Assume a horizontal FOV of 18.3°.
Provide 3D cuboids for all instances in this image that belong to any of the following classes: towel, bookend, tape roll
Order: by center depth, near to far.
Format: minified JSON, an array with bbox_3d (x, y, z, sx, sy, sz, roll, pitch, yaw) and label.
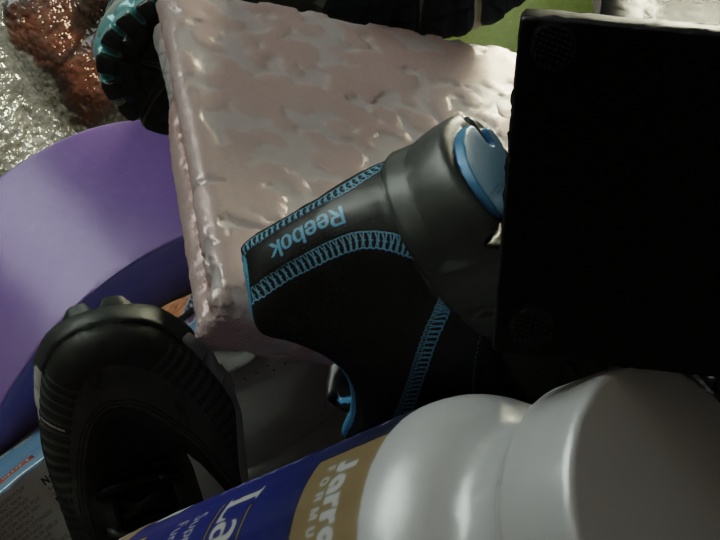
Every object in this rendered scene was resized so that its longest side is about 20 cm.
[{"bbox_3d":[0.147,-0.051,0.615,0.198,0.093,0.200,6,26,7],"label":"bookend"},{"bbox_3d":[0.026,-0.025,0.806,0.191,0.199,0.032,-106,31,-49],"label":"towel"},{"bbox_3d":[-0.104,0.039,1.003,0.200,0.200,0.085,-38,55,-12],"label":"tape roll"}]

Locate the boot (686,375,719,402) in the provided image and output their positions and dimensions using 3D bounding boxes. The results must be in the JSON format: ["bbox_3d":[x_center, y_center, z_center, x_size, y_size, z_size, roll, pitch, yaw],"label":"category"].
[{"bbox_3d":[0.167,-0.010,0.729,0.157,0.080,0.212,-7,43,-5],"label":"boot"}]

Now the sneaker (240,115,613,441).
[{"bbox_3d":[0.035,0.029,0.680,0.082,0.200,0.073,-22,48,14],"label":"sneaker"}]

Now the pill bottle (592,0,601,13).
[{"bbox_3d":[0.192,-0.124,0.855,0.199,0.117,0.116,-11,12,-1],"label":"pill bottle"}]

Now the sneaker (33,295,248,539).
[{"bbox_3d":[-0.062,0.099,0.742,0.066,0.201,0.091,-13,42,-6],"label":"sneaker"}]

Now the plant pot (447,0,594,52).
[{"bbox_3d":[0.117,-0.113,1.083,0.190,0.200,0.200,-54,18,-25],"label":"plant pot"}]

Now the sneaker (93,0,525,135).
[{"bbox_3d":[-0.015,-0.130,0.897,0.199,0.078,0.086,-19,34,3],"label":"sneaker"}]

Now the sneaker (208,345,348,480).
[{"bbox_3d":[0.000,0.000,0.840,0.075,0.089,0.200,7,41,47],"label":"sneaker"}]

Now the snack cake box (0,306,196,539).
[{"bbox_3d":[-0.061,0.084,0.915,0.200,0.115,0.067,-38,11,-13],"label":"snack cake box"}]

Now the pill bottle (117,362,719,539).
[{"bbox_3d":[0.014,0.101,0.621,0.200,0.116,0.116,-27,14,38],"label":"pill bottle"}]
